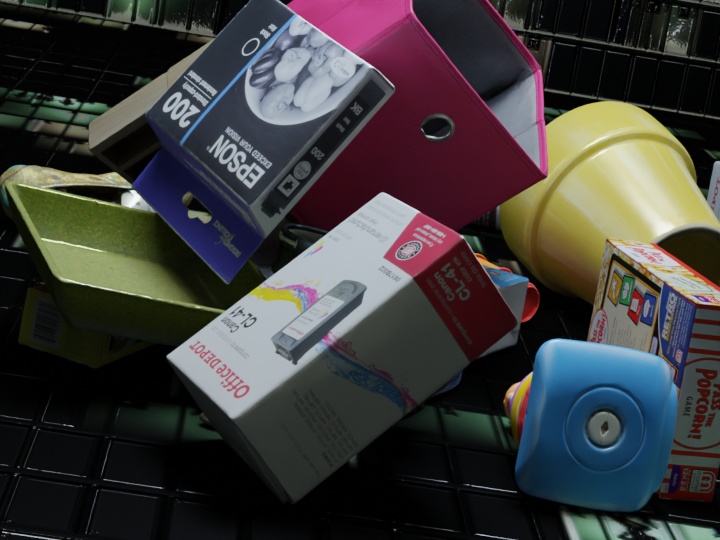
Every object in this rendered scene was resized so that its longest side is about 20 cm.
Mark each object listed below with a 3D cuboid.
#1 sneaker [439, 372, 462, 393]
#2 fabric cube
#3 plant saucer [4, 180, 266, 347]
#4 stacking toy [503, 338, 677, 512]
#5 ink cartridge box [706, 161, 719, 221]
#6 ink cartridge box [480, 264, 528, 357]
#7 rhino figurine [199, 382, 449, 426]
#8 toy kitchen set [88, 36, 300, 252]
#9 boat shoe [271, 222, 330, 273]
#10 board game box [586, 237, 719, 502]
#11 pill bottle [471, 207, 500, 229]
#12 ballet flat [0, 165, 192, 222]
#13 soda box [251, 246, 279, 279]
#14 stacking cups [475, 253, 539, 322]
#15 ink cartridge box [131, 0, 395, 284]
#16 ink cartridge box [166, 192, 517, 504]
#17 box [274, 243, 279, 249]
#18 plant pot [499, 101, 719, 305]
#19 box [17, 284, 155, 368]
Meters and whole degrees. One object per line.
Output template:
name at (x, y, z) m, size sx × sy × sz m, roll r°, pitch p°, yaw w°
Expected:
sneaker at (0.043, 0.057, 1.660) m, size 0.074 × 0.082 × 0.200 m, roll 10°, pitch 12°, yaw 13°
fabric cube at (0.024, -0.145, 1.761) m, size 0.196 × 0.199 × 0.200 m, roll 49°, pitch 24°, yaw -25°
plant saucer at (-0.170, 0.006, 1.584) m, size 0.200 × 0.048 × 0.200 m, roll 13°, pitch 18°, yaw -26°
stacking toy at (0.148, 0.109, 1.524) m, size 0.110 × 0.116 × 0.200 m, roll 11°, pitch -1°, yaw -14°
ink cartridge box at (0.465, -0.022, 2.173) m, size 0.145 × 0.145 × 0.200 m, roll 6°, pitch 13°, yaw -17°
ink cartridge box at (0.036, 0.019, 1.848) m, size 0.200 × 0.067 × 0.116 m, roll 17°, pitch 16°, yaw 28°
rhino figurine at (-0.021, 0.074, 1.522) m, size 0.200 × 0.088 × 0.060 m, roll 4°, pitch 14°, yaw -22°
toy kitchen set at (-0.125, -0.067, 1.852) m, size 0.163 × 0.180 × 0.200 m, roll 41°, pitch 29°, yaw -38°
boat shoe at (0.000, 0.000, 1.562) m, size 0.200 × 0.060 × 0.076 m, roll 9°, pitch 6°, yaw 44°
board game box at (0.228, 0.072, 1.577) m, size 0.046 × 0.152 × 0.200 m, roll 6°, pitch 14°, yaw -15°
pill bottle at (0.132, -0.111, 2.377) m, size 0.200 × 0.114 × 0.114 m, roll 12°, pitch 13°, yaw 9°
ballet flat at (-0.257, -0.062, 2.012) m, size 0.200 × 0.071 × 0.071 m, roll 5°, pitch 14°, yaw -24°
soda box at (-0.101, 0.012, 1.782) m, size 0.068 × 0.063 × 0.200 m, roll 3°, pitch 14°, yaw -27°
stacking cups at (0.094, 0.005, 2.004) m, size 0.060 × 0.061 × 0.200 m, roll -2°, pitch 22°, yaw -42°
ink cartridge box at (-0.092, -0.112, 1.626) m, size 0.043 × 0.200 × 0.198 m, roll 40°, pitch 0°, yaw -39°
ink cartridge box at (-0.014, 0.049, 1.399) m, size 0.200 × 0.086 × 0.148 m, roll -37°, pitch 26°, yaw -10°
box at (-0.025, -0.068, 1.984) m, size 0.200 × 0.095 × 0.103 m, roll -3°, pitch 28°, yaw -1°
plant pot at (0.266, -0.037, 2.029) m, size 0.201 × 0.201 × 0.189 m, roll 3°, pitch 31°, yaw -29°
box at (-0.195, 0.030, 1.665) m, size 0.075 × 0.050 × 0.200 m, roll 17°, pitch 15°, yaw 19°
